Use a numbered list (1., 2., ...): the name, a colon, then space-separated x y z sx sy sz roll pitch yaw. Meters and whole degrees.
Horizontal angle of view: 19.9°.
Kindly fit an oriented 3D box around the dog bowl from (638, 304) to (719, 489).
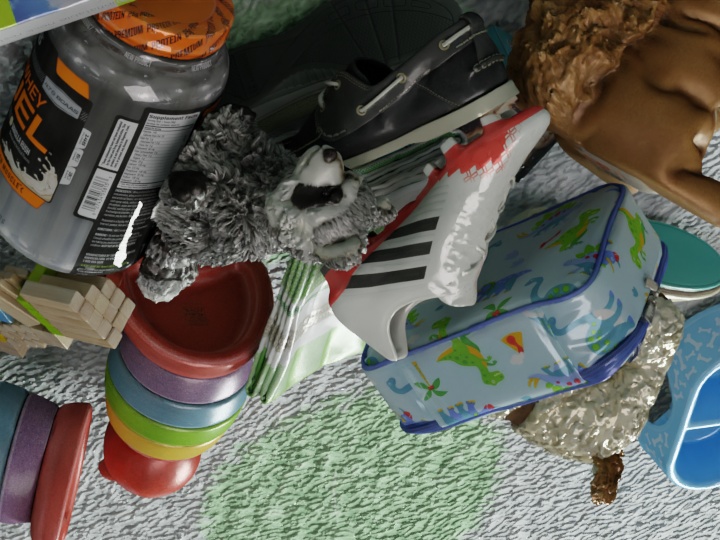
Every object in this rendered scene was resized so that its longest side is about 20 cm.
1. dog bowl: 0.310 0.113 1.772 0.111 0.050 0.200 -6 136 -16

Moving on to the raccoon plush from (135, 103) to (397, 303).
1. raccoon plush: -0.058 -0.024 1.330 0.134 0.097 0.200 30 152 3

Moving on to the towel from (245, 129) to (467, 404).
1. towel: 0.000 0.000 1.442 0.149 0.031 0.200 -26 148 -41

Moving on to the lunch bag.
1. lunch bag: 0.109 0.025 1.411 0.200 0.161 0.082 -22 113 30

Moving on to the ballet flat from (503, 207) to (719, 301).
1. ballet flat: 0.193 -0.009 1.613 0.200 0.069 0.069 13 128 -29

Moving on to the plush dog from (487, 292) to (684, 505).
1. plush dog: 0.134 0.082 1.585 0.172 0.161 0.200 19 164 -5

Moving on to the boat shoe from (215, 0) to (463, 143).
1. boat shoe: -0.022 -0.131 1.394 0.202 0.074 0.065 -22 144 7

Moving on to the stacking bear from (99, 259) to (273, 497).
1. stacking bear: -0.143 0.091 1.539 0.121 0.114 0.200 0 138 -21

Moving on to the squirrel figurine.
1. squirrel figurine: 0.199 -0.158 1.381 0.200 0.142 0.187 32 89 -21

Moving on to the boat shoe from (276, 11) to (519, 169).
1. boat shoe: 0.004 -0.106 1.338 0.200 0.072 0.068 -22 101 28

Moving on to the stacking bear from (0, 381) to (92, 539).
1. stacking bear: -0.306 0.130 1.506 0.200 0.121 0.114 13 92 -4

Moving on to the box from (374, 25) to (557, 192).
1. box: 0.070 -0.080 1.494 0.082 0.049 0.200 20 124 -36

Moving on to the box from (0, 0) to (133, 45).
1. box: -0.203 -0.201 1.216 0.200 0.122 0.048 -19 176 -1

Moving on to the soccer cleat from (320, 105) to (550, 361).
1. soccer cleat: 0.061 -0.024 1.327 0.200 0.085 0.069 -44 170 20

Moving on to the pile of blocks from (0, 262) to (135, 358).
1. pile of blocks: -0.224 0.011 1.427 0.082 0.062 0.200 37 156 -26

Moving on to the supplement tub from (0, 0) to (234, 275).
1. supplement tub: -0.161 -0.104 1.327 0.122 0.123 0.200 8 130 -27
